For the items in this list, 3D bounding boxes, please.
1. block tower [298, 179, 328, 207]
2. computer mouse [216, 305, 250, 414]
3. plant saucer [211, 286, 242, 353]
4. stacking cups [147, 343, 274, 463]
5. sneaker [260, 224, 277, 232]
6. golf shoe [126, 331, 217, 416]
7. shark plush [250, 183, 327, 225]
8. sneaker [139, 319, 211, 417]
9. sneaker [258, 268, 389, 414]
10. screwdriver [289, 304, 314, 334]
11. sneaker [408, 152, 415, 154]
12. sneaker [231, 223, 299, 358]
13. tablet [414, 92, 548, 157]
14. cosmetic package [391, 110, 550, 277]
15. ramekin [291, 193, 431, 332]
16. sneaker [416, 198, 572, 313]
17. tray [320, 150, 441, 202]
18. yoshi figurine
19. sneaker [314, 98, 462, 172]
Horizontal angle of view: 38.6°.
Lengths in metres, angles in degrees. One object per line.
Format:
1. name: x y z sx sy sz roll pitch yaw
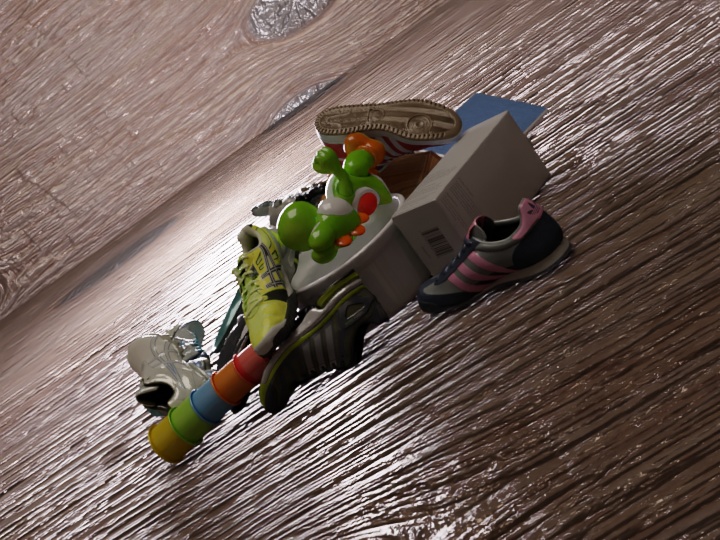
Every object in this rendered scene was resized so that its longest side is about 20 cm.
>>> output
1. block tower: 0.006 -0.135 1.630 0.198 0.054 0.058 -20 4 -14
2. computer mouse: -0.163 0.087 1.364 0.140 0.046 0.202 166 119 -70
3. plant saucer: -0.167 0.042 1.558 0.201 0.036 0.200 -61 10 18
4. stacking cups: -0.182 0.157 1.270 0.200 0.060 0.061 -45 13 21
5. sneaker: -0.104 -0.033 1.472 0.075 0.087 0.200 -56 -14 4
6. golf shoe: -0.275 0.143 1.395 0.097 0.079 0.199 -21 27 -40
7. shark plush: -0.096 -0.106 1.531 0.083 0.091 0.200 -43 -5 -24
8. sneaker: -0.255 0.141 1.543 0.086 0.078 0.201 -18 30 19
9. sneaker: -0.046 0.097 1.201 0.201 0.081 0.074 -53 -12 16
10. screwdriver: -0.103 0.100 1.314 0.029 0.028 0.200 -40 -5 -45
11. sneaker: 0.066 -0.115 1.476 0.074 0.107 0.200 -30 18 21
12. sneaker: -0.122 0.024 1.235 0.075 0.076 0.201 -46 29 28
13. tablet: 0.180 -0.206 1.513 0.129 0.014 0.200 18 42 29
14. cosmetic package: 0.141 -0.093 1.268 0.085 0.108 0.200 -20 22 48
15. ramekin: 0.000 0.000 1.323 0.200 0.098 0.201 -34 16 11
16. sneaker: 0.130 -0.019 1.131 0.199 0.082 0.070 -26 20 34
17. tray: 0.023 -0.106 1.443 0.199 0.037 0.099 -3 65 44
18. yoshi figurine: -0.042 -0.087 1.288 0.112 0.112 0.201 -29 23 38
19. sneaker: 0.045 -0.167 1.384 0.198 0.113 0.072 3 54 17
